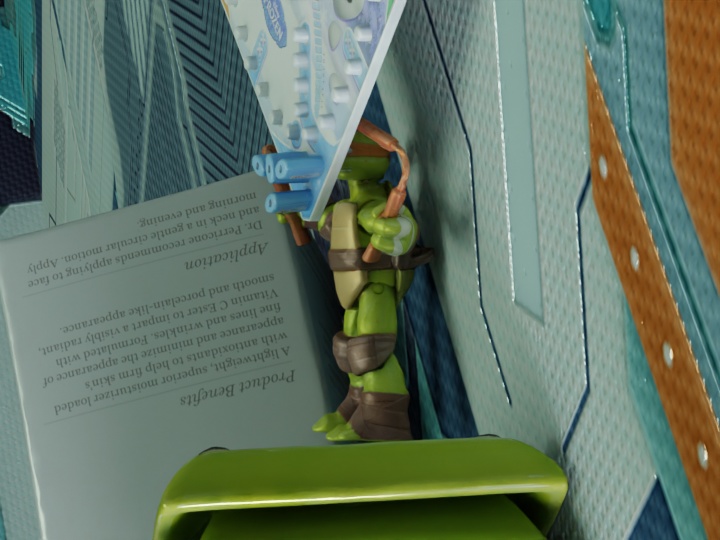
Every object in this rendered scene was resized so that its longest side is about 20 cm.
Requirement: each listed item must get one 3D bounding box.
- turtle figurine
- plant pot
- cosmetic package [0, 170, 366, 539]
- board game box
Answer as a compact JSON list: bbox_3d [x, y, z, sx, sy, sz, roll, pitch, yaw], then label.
[{"bbox_3d":[0.000,0.000,1.138,0.200,0.064,0.162,-171,79,-68],"label":"turtle figurine"},{"bbox_3d":[-0.001,0.182,0.981,0.199,0.200,0.182,105,160,-62],"label":"plant pot"},{"bbox_3d":[-0.088,0.078,1.269,0.165,0.165,0.200,63,-166,-69],"label":"cosmetic package"},{"bbox_3d":[-0.035,-0.159,1.076,0.200,0.026,0.200,113,145,-46],"label":"board game box"}]
